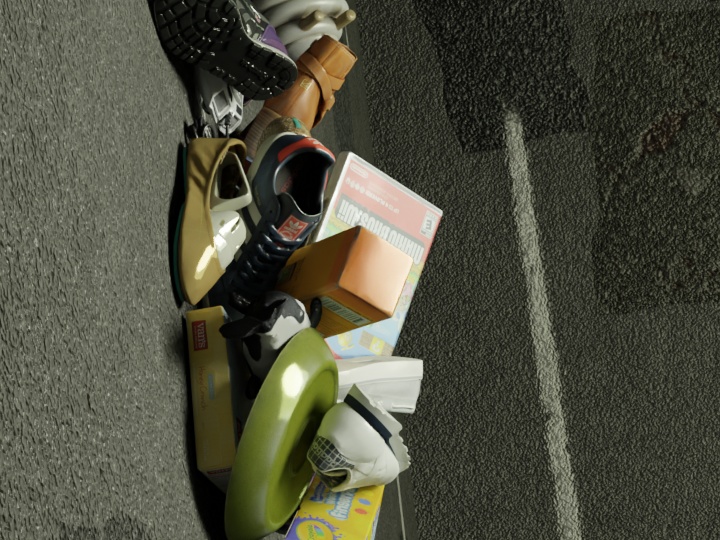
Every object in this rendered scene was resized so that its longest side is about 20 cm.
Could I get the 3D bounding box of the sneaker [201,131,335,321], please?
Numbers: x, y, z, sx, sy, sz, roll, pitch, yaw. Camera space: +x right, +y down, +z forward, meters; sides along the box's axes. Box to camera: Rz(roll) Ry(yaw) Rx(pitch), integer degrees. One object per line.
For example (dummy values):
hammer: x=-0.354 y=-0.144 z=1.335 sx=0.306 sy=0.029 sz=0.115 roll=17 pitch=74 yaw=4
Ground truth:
sneaker: x=-0.081 y=-0.032 z=1.615 sx=0.075 sy=0.084 sz=0.201 roll=23 pitch=82 yaw=-36

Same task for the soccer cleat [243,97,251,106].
soccer cleat: x=-0.113 y=-0.216 z=1.925 sx=0.200 sy=0.073 sz=0.068 roll=-46 pitch=127 yaw=-83

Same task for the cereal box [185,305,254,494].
cereal box: x=-0.113 y=0.130 z=1.595 sx=0.200 sy=0.039 sz=0.144 roll=65 pitch=16 yaw=-69

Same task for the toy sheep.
toy sheep: x=-0.075 y=-0.324 z=2.186 sx=0.138 sy=0.137 sz=0.201 roll=59 pitch=19 yaw=-76

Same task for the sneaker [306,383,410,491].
sneaker: x=-0.008 y=0.164 z=1.604 sx=0.076 sy=0.081 sz=0.200 roll=37 pitch=-11 yaw=19

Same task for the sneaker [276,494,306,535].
sneaker: x=-0.081 y=0.158 z=1.735 sx=0.088 sy=0.080 sz=0.201 roll=25 pitch=57 yaw=-74

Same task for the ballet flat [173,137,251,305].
ballet flat: x=-0.129 y=-0.052 z=1.575 sx=0.200 sy=0.063 sz=0.069 roll=-92 pitch=172 yaw=-45

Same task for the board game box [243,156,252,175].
board game box: x=-0.093 y=-0.093 z=1.874 sx=0.019 sy=0.103 sz=0.200 roll=-60 pitch=174 yaw=2

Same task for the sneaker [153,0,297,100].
sneaker: x=-0.139 y=-0.237 z=1.659 sx=0.200 sy=0.076 sz=0.088 roll=40 pitch=24 yaw=-55

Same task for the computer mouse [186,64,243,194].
computer mouse: x=-0.142 y=-0.172 z=1.742 sx=0.110 sy=0.044 sz=0.201 roll=65 pitch=23 yaw=-57

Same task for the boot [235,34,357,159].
boot: x=-0.063 y=-0.180 z=1.914 sx=0.155 sy=0.074 sz=0.200 roll=-54 pitch=-173 yaw=3

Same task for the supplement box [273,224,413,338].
supplement box: x=-0.035 y=0.018 z=1.635 sx=0.200 sy=0.069 sz=0.067 roll=-17 pitch=-133 yaw=57

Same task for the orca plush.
orca plush: x=-0.095 y=0.051 z=1.533 sx=0.105 sy=0.071 sz=0.200 roll=-57 pitch=168 yaw=3

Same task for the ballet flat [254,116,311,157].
ballet flat: x=-0.089 y=-0.053 z=1.735 sx=0.065 sy=0.070 sz=0.201 roll=-161 pitch=-99 yaw=-74

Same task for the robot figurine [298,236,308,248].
robot figurine: x=-0.038 y=-0.003 z=1.907 sx=0.200 sy=0.169 sz=0.113 roll=-17 pitch=-97 yaw=57

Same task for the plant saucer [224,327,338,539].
plant saucer: x=-0.062 y=0.149 z=1.552 sx=0.200 sy=0.031 sz=0.201 roll=18 pitch=90 yaw=-76

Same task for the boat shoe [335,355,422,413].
boat shoe: x=-0.015 y=0.122 z=1.734 sx=0.200 sy=0.072 sz=0.069 roll=-3 pitch=95 yaw=-54

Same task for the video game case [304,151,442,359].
video game case: x=0.000 y=0.000 z=1.795 sx=0.143 sy=0.017 sz=0.201 roll=30 pitch=73 yaw=-36

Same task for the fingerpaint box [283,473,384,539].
fingerpaint box: x=-0.037 y=0.294 z=1.632 sx=0.200 sy=0.073 sz=0.167 roll=-60 pitch=162 yaw=-75
